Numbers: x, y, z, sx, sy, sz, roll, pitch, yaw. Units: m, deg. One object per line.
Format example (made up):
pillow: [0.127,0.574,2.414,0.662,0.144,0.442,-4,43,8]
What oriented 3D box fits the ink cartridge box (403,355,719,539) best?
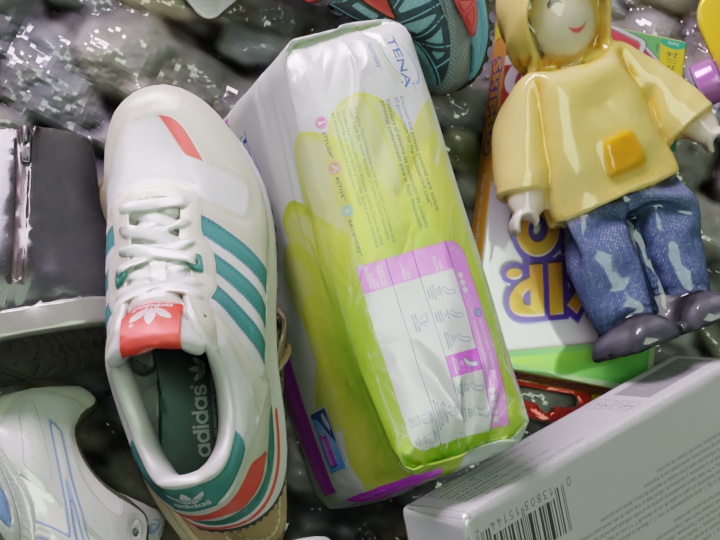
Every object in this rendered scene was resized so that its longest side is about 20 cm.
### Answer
ink cartridge box: [0.116,0.154,1.198,0.200,0.045,0.177,-24,108,-41]

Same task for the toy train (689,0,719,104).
toy train: [0.244,-0.132,1.313,0.149,0.056,0.201,2,78,14]

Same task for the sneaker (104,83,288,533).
sneaker: [-0.076,0.010,1.121,0.070,0.093,0.201,-10,79,9]

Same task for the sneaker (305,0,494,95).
sneaker: [-0.011,-0.155,1.229,0.095,0.079,0.200,-37,123,-11]

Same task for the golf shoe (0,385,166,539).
golf shoe: [-0.118,0.144,1.165,0.097,0.078,0.201,-23,88,-26]

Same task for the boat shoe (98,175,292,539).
boat shoe: [-0.069,0.036,1.192,0.071,0.064,0.201,-9,79,-43]

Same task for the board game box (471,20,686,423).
board game box: [0.103,-0.024,1.286,0.095,0.030,0.201,10,79,-14]

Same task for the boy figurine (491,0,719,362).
boy figurine: [0.120,-0.062,1.252,0.124,0.064,0.201,-16,87,-16]

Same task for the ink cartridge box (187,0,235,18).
ink cartridge box: [-0.090,-0.234,1.248,0.116,0.067,0.200,-41,92,-20]

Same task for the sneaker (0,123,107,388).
sneaker: [-0.206,0.001,1.176,0.199,0.075,0.107,-7,65,-13]

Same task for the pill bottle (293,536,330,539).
pill bottle: [-0.018,0.224,1.144,0.112,0.112,0.201,-15,75,-18]

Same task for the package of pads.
package of pads: [0.000,0.000,1.182,0.068,0.154,0.201,-15,83,-18]
